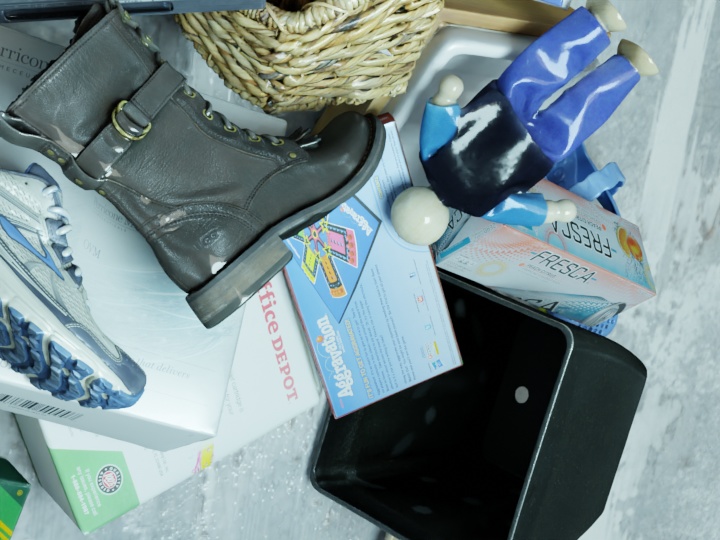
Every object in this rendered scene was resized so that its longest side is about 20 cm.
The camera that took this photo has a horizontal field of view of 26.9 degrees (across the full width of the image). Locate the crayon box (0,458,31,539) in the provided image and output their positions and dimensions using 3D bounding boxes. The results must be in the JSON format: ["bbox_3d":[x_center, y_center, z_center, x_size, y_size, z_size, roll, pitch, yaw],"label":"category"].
[{"bbox_3d":[-0.328,0.169,0.972,0.199,0.051,0.128,19,95,-37],"label":"crayon box"}]

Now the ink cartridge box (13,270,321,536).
[{"bbox_3d":[-0.141,0.064,1.043,0.199,0.087,0.146,-27,120,-23],"label":"ink cartridge box"}]

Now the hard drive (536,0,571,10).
[{"bbox_3d":[0.067,-0.268,1.012,0.025,0.199,0.133,3,107,-68],"label":"hard drive"}]

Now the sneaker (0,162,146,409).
[{"bbox_3d":[-0.178,-0.012,0.794,0.200,0.077,0.085,46,63,-9],"label":"sneaker"}]

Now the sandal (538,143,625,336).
[{"bbox_3d":[0.183,-0.024,1.238,0.079,0.087,0.201,-34,124,-26],"label":"sandal"}]

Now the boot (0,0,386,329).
[{"bbox_3d":[-0.088,-0.083,0.835,0.174,0.069,0.200,48,48,-8],"label":"boot"}]

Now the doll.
[{"bbox_3d":[0.103,-0.085,0.991,0.200,0.049,0.137,-40,114,4],"label":"doll"}]

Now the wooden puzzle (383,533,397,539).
[{"bbox_3d":[0.067,0.294,1.303,0.184,0.037,0.201,16,101,-38],"label":"wooden puzzle"}]

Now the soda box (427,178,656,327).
[{"bbox_3d":[0.135,-0.019,1.117,0.199,0.068,0.064,21,50,-43],"label":"soda box"}]

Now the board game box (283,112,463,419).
[{"bbox_3d":[0.000,0.000,1.037,0.102,0.019,0.201,-22,119,-9],"label":"board game box"}]

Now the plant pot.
[{"bbox_3d":[0.109,0.113,1.176,0.177,0.199,0.202,8,102,-48],"label":"plant pot"}]

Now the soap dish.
[{"bbox_3d":[0.062,-0.120,1.074,0.156,0.082,0.200,2,142,-34],"label":"soap dish"}]

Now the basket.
[{"bbox_3d":[-0.043,-0.217,0.920,0.142,0.201,0.149,-10,149,-29],"label":"basket"}]

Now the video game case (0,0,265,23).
[{"bbox_3d":[-0.158,-0.208,0.871,0.198,0.144,0.019,-4,154,-4],"label":"video game case"}]

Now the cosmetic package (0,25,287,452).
[{"bbox_3d":[-0.171,-0.016,0.903,0.198,0.123,0.202,16,74,-18],"label":"cosmetic package"}]
